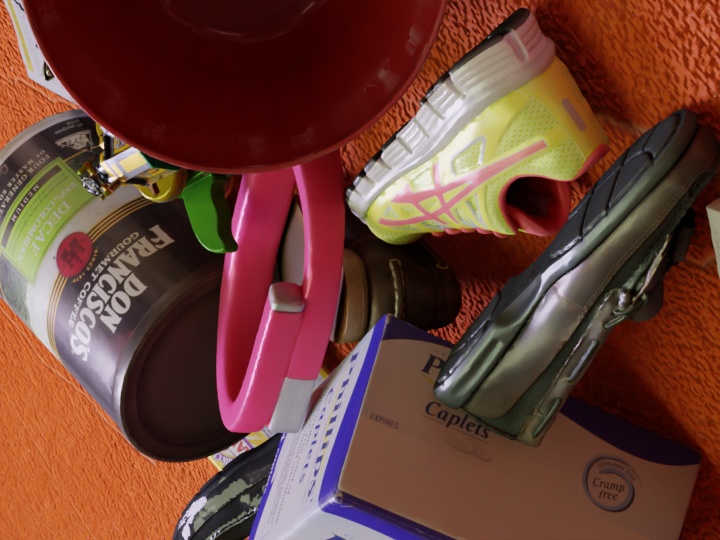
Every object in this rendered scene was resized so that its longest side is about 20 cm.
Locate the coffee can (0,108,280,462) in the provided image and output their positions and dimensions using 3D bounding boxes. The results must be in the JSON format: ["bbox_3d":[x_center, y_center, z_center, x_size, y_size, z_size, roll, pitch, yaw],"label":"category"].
[{"bbox_3d":[-0.144,0.007,1.291,0.200,0.146,0.147,40,150,38],"label":"coffee can"}]

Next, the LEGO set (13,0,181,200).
[{"bbox_3d":[-0.146,-0.132,1.061,0.200,0.154,0.116,43,149,-18],"label":"LEGO set"}]

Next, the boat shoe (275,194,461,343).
[{"bbox_3d":[0.000,0.000,1.130,0.200,0.070,0.071,-134,41,-67],"label":"boat shoe"}]

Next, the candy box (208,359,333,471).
[{"bbox_3d":[-0.030,0.124,1.310,0.200,0.102,0.026,47,-165,20],"label":"candy box"}]

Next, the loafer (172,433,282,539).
[{"bbox_3d":[-0.037,0.133,1.256,0.200,0.068,0.071,-39,75,24],"label":"loafer"}]

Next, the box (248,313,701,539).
[{"bbox_3d":[0.052,0.133,1.074,0.183,0.105,0.200,24,154,-8],"label":"box"}]

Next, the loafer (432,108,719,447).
[{"bbox_3d":[0.111,0.008,0.928,0.063,0.072,0.200,37,128,-5],"label":"loafer"}]

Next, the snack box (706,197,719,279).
[{"bbox_3d":[0.203,0.059,0.902,0.072,0.024,0.201,25,141,48],"label":"snack box"}]

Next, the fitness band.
[{"bbox_3d":[-0.048,0.002,1.102,0.201,0.037,0.144,110,158,-45],"label":"fitness band"}]

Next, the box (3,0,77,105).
[{"bbox_3d":[-0.150,-0.137,1.263,0.200,0.049,0.083,30,143,43],"label":"box"}]

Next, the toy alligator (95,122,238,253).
[{"bbox_3d":[-0.119,-0.096,1.151,0.054,0.059,0.200,-47,67,21],"label":"toy alligator"}]

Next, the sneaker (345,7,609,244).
[{"bbox_3d":[0.058,-0.045,0.982,0.090,0.078,0.200,46,157,1],"label":"sneaker"}]

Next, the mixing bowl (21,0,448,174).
[{"bbox_3d":[-0.058,-0.154,0.962,0.201,0.199,0.108,63,-175,-14],"label":"mixing bowl"}]
